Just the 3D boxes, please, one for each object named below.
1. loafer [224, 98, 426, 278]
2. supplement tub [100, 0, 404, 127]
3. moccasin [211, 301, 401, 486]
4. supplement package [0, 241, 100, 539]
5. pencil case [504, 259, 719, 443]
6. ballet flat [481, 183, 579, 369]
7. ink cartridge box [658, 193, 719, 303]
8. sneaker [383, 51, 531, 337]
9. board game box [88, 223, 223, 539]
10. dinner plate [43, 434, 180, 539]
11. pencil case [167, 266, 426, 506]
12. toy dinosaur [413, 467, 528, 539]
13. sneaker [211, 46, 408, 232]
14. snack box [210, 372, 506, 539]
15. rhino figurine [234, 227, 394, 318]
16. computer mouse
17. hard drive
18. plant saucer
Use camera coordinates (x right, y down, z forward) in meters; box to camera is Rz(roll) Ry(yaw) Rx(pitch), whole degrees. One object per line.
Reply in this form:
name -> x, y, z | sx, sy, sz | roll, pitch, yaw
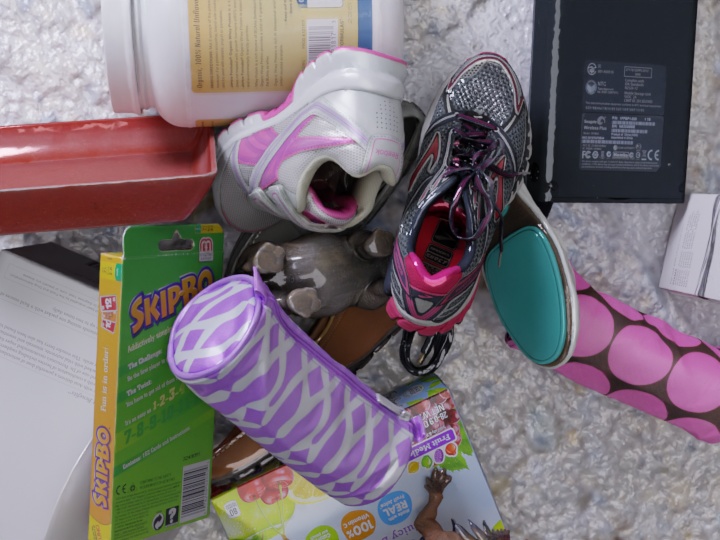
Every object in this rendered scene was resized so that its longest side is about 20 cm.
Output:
loafer -> -0.027, -0.050, 0.900 | 0.070, 0.070, 0.200 | 41, 90, -10
supplement tub -> -0.076, -0.175, 0.840 | 0.196, 0.145, 0.147 | -3, 97, -7
moccasin -> -0.052, 0.076, 0.899 | 0.078, 0.074, 0.202 | 44, 79, -3
supplement package -> -0.220, 0.097, 0.862 | 0.120, 0.120, 0.203 | 22, 94, 0
pencil case -> 0.211, 0.059, 0.939 | 0.198, 0.094, 0.091 | 27, 138, -10
ballet flat -> 0.113, -0.028, 0.873 | 0.069, 0.069, 0.202 | -25, 78, -3
ink cartridge box -> 0.328, -0.004, 0.887 | 0.144, 0.200, 0.084 | 11, 93, -9
sneaker -> 0.071, -0.057, 0.801 | 0.079, 0.075, 0.203 | 14, 69, 3
board game box -> -0.131, 0.070, 0.785 | 0.030, 0.095, 0.204 | 11, 99, 33
dinner plate -> -0.154, 0.162, 0.852 | 0.024, 0.200, 0.203 | 22, 94, 18
pencil case -> -0.039, 0.083, 0.802 | 0.085, 0.085, 0.200 | -30, 133, 21
toy dinosaur -> 0.041, 0.225, 0.843 | 0.199, 0.136, 0.086 | -34, 102, -2
sneaker -> -0.039, -0.064, 0.805 | 0.080, 0.199, 0.090 | 8, 64, -31
snack box -> 0.005, 0.200, 0.937 | 0.197, 0.068, 0.171 | -23, 100, -3
rhino figurine -> 0.000, 0.000, 0.859 | 0.197, 0.087, 0.061 | -6, 89, -28
computer mouse -> 0.087, -0.009, 0.941 | 0.058, 0.034, 0.201 | 31, 94, -21
hard drive -> 0.193, -0.153, 0.916 | 0.137, 0.033, 0.204 | -1, 97, -26
plant saucer -> -0.195, -0.065, 0.815 | 0.196, 0.200, 0.037 | -5, 108, -6
